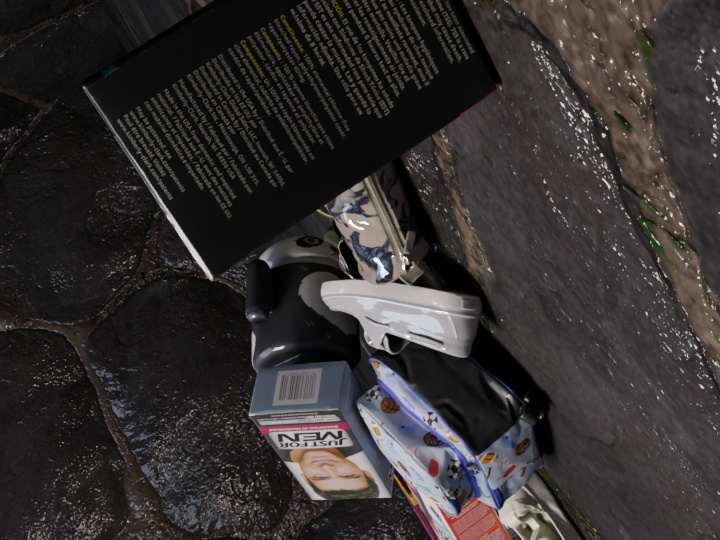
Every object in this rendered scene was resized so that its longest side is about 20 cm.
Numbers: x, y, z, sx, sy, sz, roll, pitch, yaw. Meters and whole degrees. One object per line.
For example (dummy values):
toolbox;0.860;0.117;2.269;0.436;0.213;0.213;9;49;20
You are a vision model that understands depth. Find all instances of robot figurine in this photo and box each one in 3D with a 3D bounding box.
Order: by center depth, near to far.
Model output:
robot figurine;-0.064;0.057;1.079;0.150;0.124;0.201;88;179;-59

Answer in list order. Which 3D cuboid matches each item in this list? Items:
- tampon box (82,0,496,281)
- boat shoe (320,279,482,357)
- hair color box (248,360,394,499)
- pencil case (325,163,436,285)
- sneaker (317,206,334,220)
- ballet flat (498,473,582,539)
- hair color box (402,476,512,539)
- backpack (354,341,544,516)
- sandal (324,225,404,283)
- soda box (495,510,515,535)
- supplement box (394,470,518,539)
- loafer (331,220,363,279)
tampon box;-0.050;-0.112;0.572;0.127;0.200;0.150;59;173;-18
boat shoe;0.034;0.047;0.910;0.199;0.069;0.072;6;178;41
hair color box;-0.035;0.178;1.012;0.200;0.099;0.061;64;-154;-48
pencil case;-0.001;-0.080;0.842;0.089;0.078;0.200;23;148;50
sneaker;-0.054;-0.130;1.037;0.200;0.074;0.081;61;-178;30
ballet flat;0.204;0.297;1.084;0.200;0.069;0.069;51;171;17
hair color box;0.106;0.272;1.133;0.201;0.064;0.111;61;167;-11
backpack;0.100;0.161;0.959;0.200;0.154;0.191;45;176;43
sandal;0.000;0.000;1.157;0.080;0.057;0.201;41;180;-33
soda box;0.184;0.301;1.238;0.064;0.068;0.200;52;171;27
supplement box;0.145;0.344;1.423;0.200;0.131;0.103;63;171;-31
loafer;-0.001;-0.034;1.042;0.075;0.070;0.200;59;172;-17
